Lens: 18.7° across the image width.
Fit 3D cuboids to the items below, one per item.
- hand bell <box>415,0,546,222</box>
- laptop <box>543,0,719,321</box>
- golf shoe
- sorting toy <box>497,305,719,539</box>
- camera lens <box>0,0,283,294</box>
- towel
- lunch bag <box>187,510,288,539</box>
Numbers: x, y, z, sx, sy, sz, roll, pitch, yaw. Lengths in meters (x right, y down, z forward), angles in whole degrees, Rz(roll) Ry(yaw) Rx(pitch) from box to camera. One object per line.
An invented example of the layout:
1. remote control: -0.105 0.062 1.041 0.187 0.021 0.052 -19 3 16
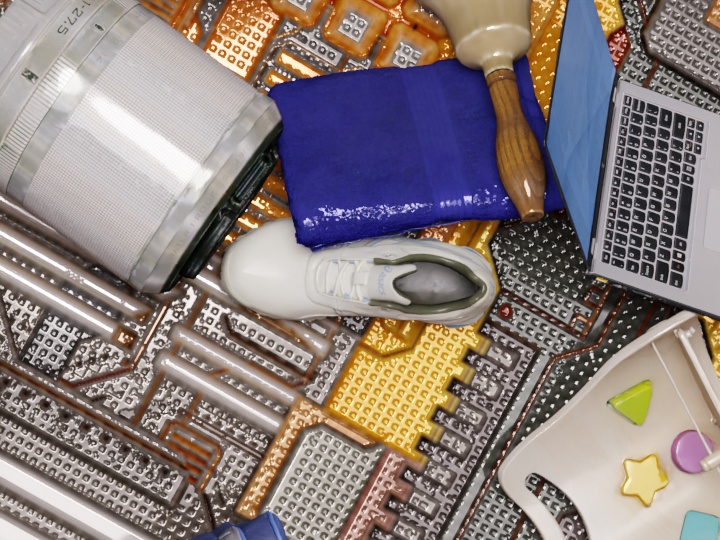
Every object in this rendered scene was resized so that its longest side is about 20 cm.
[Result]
1. hand bell: 0.099 -0.125 1.523 0.103 0.104 0.202 -7 65 -7
2. laptop: 0.211 -0.090 1.524 0.198 0.116 0.188 19 52 -7
3. golf shoe: 0.000 0.000 1.547 0.198 0.097 0.079 2 90 -5
4. sorting toy: 0.201 0.154 1.570 0.179 0.107 0.201 -28 91 0
5. camera lens: -0.165 -0.094 1.495 0.199 0.160 0.161 36 85 -1
6. towel: 0.038 -0.084 1.558 0.198 0.050 0.149 -8 52 -7
7. lunch bag: -0.078 0.239 1.478 0.131 0.200 0.137 -26 86 -10
